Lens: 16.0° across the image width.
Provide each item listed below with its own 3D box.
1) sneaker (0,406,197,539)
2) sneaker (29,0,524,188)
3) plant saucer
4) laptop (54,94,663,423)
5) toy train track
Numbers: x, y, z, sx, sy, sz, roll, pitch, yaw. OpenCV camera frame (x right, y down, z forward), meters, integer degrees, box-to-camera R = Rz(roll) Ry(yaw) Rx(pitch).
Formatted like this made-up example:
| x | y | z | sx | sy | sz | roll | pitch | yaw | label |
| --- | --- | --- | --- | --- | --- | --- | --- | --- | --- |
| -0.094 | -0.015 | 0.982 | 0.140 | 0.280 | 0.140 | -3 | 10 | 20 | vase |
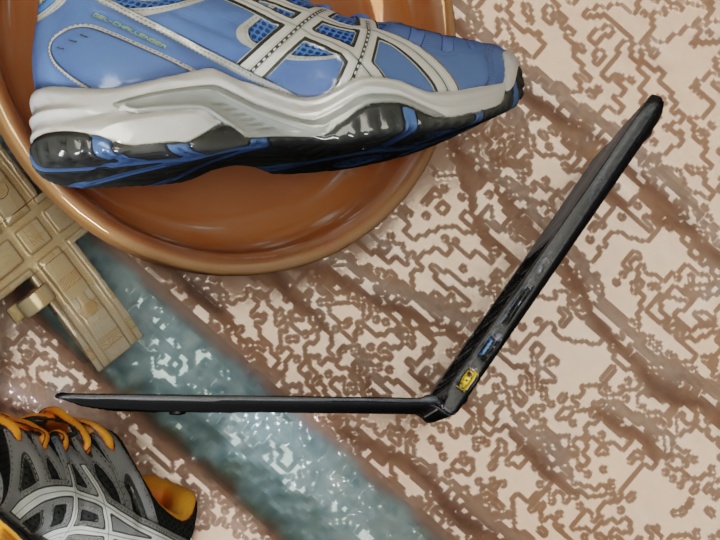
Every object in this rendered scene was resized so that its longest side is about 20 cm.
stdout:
| x | y | z | sx | sy | sz | roll | pitch | yaw | label |
| --- | --- | --- | --- | --- | --- | --- | --- | --- | --- |
| -0.126 | 0.082 | 0.950 | 0.078 | 0.200 | 0.078 | 15 | 71 | 31 | sneaker |
| -0.027 | -0.077 | 0.936 | 0.199 | 0.076 | 0.078 | -3 | 80 | -30 | sneaker |
| -0.059 | -0.095 | 0.987 | 0.199 | 0.037 | 0.202 | 5 | 78 | -25 | plant saucer |
| 0.000 | 0.000 | 0.942 | 0.116 | 0.187 | 0.201 | 35 | 86 | 1 | laptop |
| -0.092 | -0.040 | 0.997 | 0.200 | 0.033 | 0.115 | -40 | 97 | -18 | toy train track |
